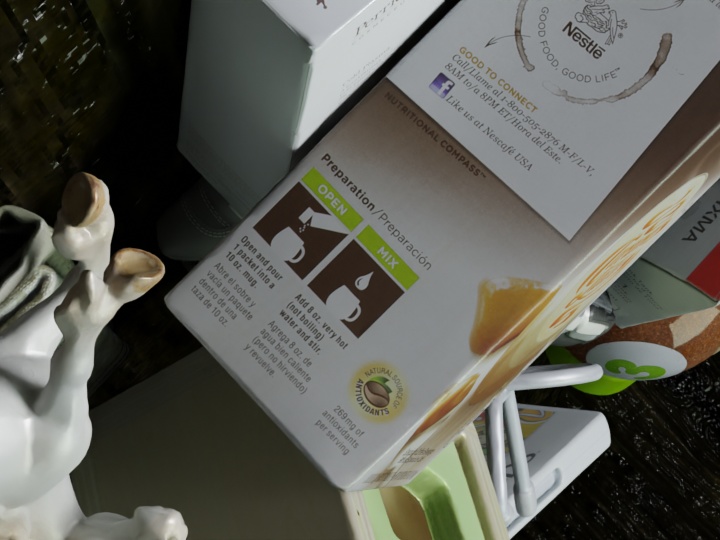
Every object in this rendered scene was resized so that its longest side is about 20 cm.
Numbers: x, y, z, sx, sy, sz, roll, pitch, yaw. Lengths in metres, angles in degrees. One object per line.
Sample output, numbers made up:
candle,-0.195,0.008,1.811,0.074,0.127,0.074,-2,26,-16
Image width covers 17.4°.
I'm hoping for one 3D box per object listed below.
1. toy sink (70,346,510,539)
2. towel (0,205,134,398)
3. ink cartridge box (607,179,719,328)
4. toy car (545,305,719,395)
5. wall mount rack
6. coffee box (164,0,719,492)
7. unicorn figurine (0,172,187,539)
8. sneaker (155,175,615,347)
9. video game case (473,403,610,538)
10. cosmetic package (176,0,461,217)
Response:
toy sink,-0.005,0.133,0.801,0.112,0.201,0.130,-29,144,20
towel,-0.149,0.073,0.732,0.193,0.035,0.200,-44,170,-6
ink cartridge box,0.162,-0.054,0.884,0.161,0.050,0.200,-46,-178,-10
toy car,0.060,0.001,1.038,0.200,0.158,0.164,-27,170,-28
wall mount rack,0.008,0.081,1.012,0.199,0.075,0.174,-4,178,7
coffee box,0.049,-0.031,0.700,0.200,0.080,0.114,-45,171,5
unicorn figurine,-0.103,0.045,0.628,0.199,0.074,0.138,4,129,-35
sneaker,0.000,0.000,0.854,0.115,0.075,0.200,-37,141,21
video game case,-0.005,0.111,1.169,0.199,0.023,0.182,3,-153,39
cosmetic package,0.035,-0.110,0.697,0.200,0.052,0.151,-42,172,-18
